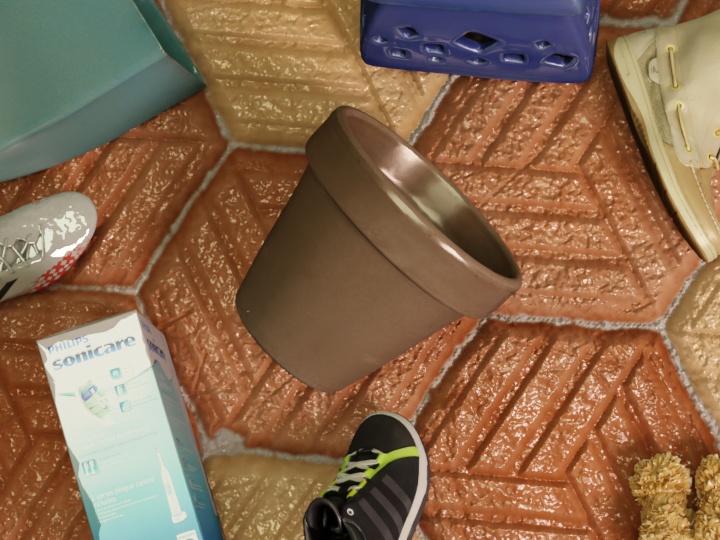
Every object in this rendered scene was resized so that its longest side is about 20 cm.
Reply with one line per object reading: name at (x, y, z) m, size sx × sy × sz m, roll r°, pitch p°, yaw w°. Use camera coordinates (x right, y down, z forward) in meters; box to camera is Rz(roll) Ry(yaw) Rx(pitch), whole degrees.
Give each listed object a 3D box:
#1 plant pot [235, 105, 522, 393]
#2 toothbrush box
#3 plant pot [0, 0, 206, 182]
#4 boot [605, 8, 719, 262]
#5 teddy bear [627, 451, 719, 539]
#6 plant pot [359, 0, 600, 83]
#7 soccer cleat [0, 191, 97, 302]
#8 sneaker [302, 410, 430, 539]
plant pot at (0.000, 0.000, 1.553) m, size 0.200 × 0.200 × 0.175 m, roll 45°, pitch 104°, yaw 9°
toothbrush box at (-0.175, 0.144, 1.545) m, size 0.085 × 0.146 × 0.200 m, roll -17°, pitch 81°, yaw 0°
plant pot at (-0.258, -0.165, 1.610) m, size 0.200 × 0.141 × 0.141 m, roll -33°, pitch 80°, yaw 5°
boot at (0.301, -0.120, 1.595) m, size 0.155 × 0.073 × 0.200 m, roll -20°, pitch 75°, yaw 3°
teddy bear at (0.260, 0.238, 1.542) m, size 0.145 × 0.067 × 0.200 m, roll 17°, pitch 82°, yaw 9°
plant pot at (0.098, -0.273, 1.579) m, size 0.200 × 0.180 × 0.200 m, roll 5°, pitch 80°, yaw 5°
soccer cleat at (-0.305, -0.004, 1.607) m, size 0.200 × 0.085 × 0.069 m, roll -28°, pitch 80°, yaw -1°
sneaker at (0.000, 0.185, 1.525) m, size 0.072 × 0.083 × 0.200 m, roll -15°, pitch 48°, yaw 31°
